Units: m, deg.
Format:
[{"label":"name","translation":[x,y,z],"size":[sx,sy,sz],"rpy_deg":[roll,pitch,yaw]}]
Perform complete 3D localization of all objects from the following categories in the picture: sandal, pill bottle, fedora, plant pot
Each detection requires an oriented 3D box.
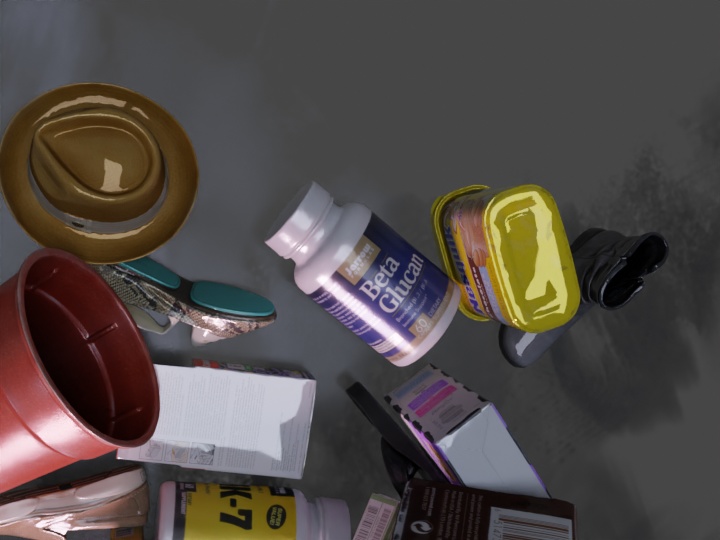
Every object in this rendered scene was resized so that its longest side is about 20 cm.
[{"label":"sandal","translation":[0.043,0.206,1.035],"size":[0.048,0.076,0.201],"rpy_deg":[-39,61,-8]},{"label":"pill bottle","translation":[0.000,0.000,1.023],"size":[0.199,0.111,0.112],"rpy_deg":[39,86,-13]},{"label":"pill bottle","translation":[-0.116,0.284,1.021],"size":[0.197,0.114,0.116],"rpy_deg":[6,94,-14]},{"label":"fedora","translation":[-0.256,-0.105,0.950],"size":[0.198,0.082,0.204],"rpy_deg":[3,78,-12]},{"label":"plant pot","translation":[-0.326,0.114,0.910],"size":[0.194,0.201,0.202],"rpy_deg":[-28,101,12]}]

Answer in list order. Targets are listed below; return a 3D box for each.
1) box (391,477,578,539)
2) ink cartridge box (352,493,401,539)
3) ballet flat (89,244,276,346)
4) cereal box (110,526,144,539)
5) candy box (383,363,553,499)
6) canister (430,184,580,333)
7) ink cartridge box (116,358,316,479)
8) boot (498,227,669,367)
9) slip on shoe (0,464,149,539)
[{"label":"box","translation":[0.103,0.325,0.870],"size":[0.162,0.166,0.203],"rpy_deg":[7,112,8]},{"label":"ink cartridge box","translation":[0.054,0.344,1.038],"size":[0.200,0.048,0.147],"rpy_deg":[40,66,-38]},{"label":"ballet flat","translation":[-0.189,0.037,1.015],"size":[0.198,0.068,0.076],"rpy_deg":[20,112,-8]},{"label":"cereal box","translation":[-0.228,0.380,0.989],"size":[0.039,0.144,0.203],"rpy_deg":[-7,97,-12]},{"label":"candy box","translation":[0.118,0.201,1.022],"size":[0.071,0.200,0.169],"rpy_deg":[-35,103,-8]},{"label":"canister","translation":[0.146,-0.016,1.006],"size":[0.086,0.200,0.150],"rpy_deg":[-18,95,-8]},{"label":"ink cartridge box","translation":[-0.153,0.154,1.034],"size":[0.197,0.050,0.111],"rpy_deg":[8,93,-13]},{"label":"boot","translation":[0.240,0.029,1.071],"size":[0.070,0.132,0.201],"rpy_deg":[39,86,-14]},{"label":"slip on shoe","translation":[-0.315,0.253,0.995],"size":[0.198,0.076,0.061],"rpy_deg":[-12,91,-19]}]
